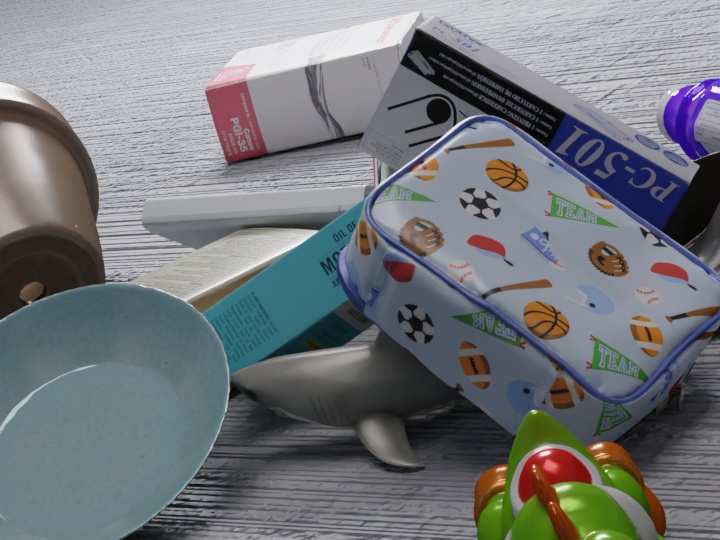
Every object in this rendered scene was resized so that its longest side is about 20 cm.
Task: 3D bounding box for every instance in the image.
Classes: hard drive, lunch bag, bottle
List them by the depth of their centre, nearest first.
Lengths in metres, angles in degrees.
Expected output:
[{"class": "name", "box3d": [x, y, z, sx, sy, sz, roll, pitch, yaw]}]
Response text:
[{"class": "lunch bag", "box3d": [0.100, 0.008, 1.048, 0.200, 0.076, 0.160, 39, 45, 15]}, {"class": "bottle", "box3d": [0.279, -0.100, 1.368, 0.083, 0.065, 0.200, 25, 3, -23]}, {"class": "hard drive", "box3d": [-0.043, -0.030, 1.395, 0.200, 0.027, 0.132, -1, -14, 35]}]

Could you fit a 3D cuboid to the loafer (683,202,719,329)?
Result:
[{"class": "loafer", "box3d": [0.231, -0.018, 1.167, 0.200, 0.072, 0.073, -25, 21, -27]}]

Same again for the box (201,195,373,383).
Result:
[{"class": "box", "box3d": [0.000, 0.000, 1.180, 0.200, 0.049, 0.082, -35, -17, 5]}]

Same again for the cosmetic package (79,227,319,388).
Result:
[{"class": "cosmetic package", "box3d": [-0.115, 0.040, 1.271, 0.200, 0.071, 0.105, -27, 19, -34]}]

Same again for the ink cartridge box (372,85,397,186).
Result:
[{"class": "ink cartridge box", "box3d": [0.070, -0.076, 1.378, 0.116, 0.067, 0.200, -2, -12, -2]}]

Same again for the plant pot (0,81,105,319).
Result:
[{"class": "plant pot", "box3d": [-0.276, -0.020, 1.450, 0.200, 0.201, 0.175, -20, 37, -18]}]

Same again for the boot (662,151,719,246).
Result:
[{"class": "boot", "box3d": [0.193, -0.031, 1.291, 0.200, 0.074, 0.075, -10, -13, 31]}]

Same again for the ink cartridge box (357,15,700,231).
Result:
[{"class": "ink cartridge box", "box3d": [0.107, -0.074, 1.229, 0.200, 0.094, 0.044, 31, 25, 6]}]

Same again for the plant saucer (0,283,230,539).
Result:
[{"class": "plant saucer", "box3d": [-0.166, 0.096, 1.113, 0.201, 0.039, 0.201, -10, 48, 12]}]

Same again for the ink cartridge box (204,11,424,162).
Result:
[{"class": "ink cartridge box", "box3d": [-0.035, -0.182, 1.871, 0.200, 0.083, 0.147, -11, 18, 15]}]

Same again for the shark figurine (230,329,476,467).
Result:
[{"class": "shark figurine", "box3d": [0.044, 0.038, 1.114, 0.214, 0.090, 0.128, -19, 31, -27]}]

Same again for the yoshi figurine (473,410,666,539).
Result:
[{"class": "yoshi figurine", "box3d": [0.099, 0.137, 0.813, 0.112, 0.113, 0.200, 27, 5, 0]}]
